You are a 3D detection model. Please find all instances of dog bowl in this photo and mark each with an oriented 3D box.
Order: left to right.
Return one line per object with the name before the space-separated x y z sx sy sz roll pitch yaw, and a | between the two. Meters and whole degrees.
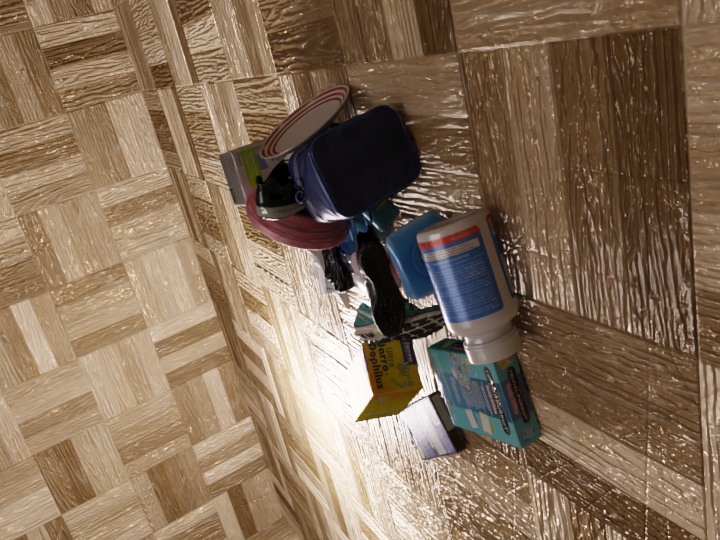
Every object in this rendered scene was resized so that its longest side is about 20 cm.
dog bowl | -0.003 -0.096 1.267 0.199 0.049 0.114 -5 106 67

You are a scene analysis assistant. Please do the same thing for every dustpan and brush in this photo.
dustpan and brush | -0.089 -0.006 1.528 0.139 0.056 0.204 38 144 50

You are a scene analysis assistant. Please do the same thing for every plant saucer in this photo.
plant saucer | -0.109 -0.116 1.185 0.201 0.197 0.052 48 134 37

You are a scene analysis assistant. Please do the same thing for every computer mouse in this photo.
computer mouse | 0.000 0.000 1.213 0.198 0.043 0.113 13 112 52

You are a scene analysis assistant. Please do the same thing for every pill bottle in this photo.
pill bottle | 0.160 0.024 0.928 0.112 0.110 0.204 -6 104 66

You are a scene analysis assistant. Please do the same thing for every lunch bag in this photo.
lunch bag | -0.020 -0.163 1.050 0.138 0.197 0.132 64 160 -9

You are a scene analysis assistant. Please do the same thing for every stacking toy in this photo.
stacking toy | 0.082 -0.033 1.090 0.118 0.108 0.200 64 170 -12

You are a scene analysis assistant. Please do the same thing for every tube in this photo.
tube | -0.015 -0.157 1.140 0.200 0.078 0.050 45 148 -8

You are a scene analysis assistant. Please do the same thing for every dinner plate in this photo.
dinner plate | -0.097 -0.259 1.156 0.024 0.200 0.199 51 166 -29

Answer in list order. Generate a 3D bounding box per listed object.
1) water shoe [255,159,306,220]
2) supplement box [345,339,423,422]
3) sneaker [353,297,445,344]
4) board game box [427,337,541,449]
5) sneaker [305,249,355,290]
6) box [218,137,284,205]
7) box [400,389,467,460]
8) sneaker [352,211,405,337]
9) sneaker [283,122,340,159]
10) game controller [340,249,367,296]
water shoe | -0.106 -0.152 1.107 0.070 0.200 0.081 10 119 24
supplement box | 0.044 0.229 1.354 0.201 0.107 0.111 113 147 -60
sneaker | 0.068 0.078 1.166 0.196 0.077 0.082 -10 64 33
board game box | 0.200 0.196 1.081 0.199 0.046 0.154 -5 106 66
sneaker | -0.064 -0.038 1.363 0.200 0.071 0.073 46 134 31
box | -0.177 -0.219 1.350 0.101 0.197 0.115 9 119 62
box | 0.145 0.324 1.344 0.123 0.032 0.200 63 157 12
sneaker | 0.028 0.003 1.107 0.105 0.059 0.204 -105 -2 -70
sneaker | -0.066 -0.234 1.230 0.197 0.079 0.080 -3 100 47
game controller | -0.009 0.004 1.383 0.199 0.041 0.107 16 125 63
